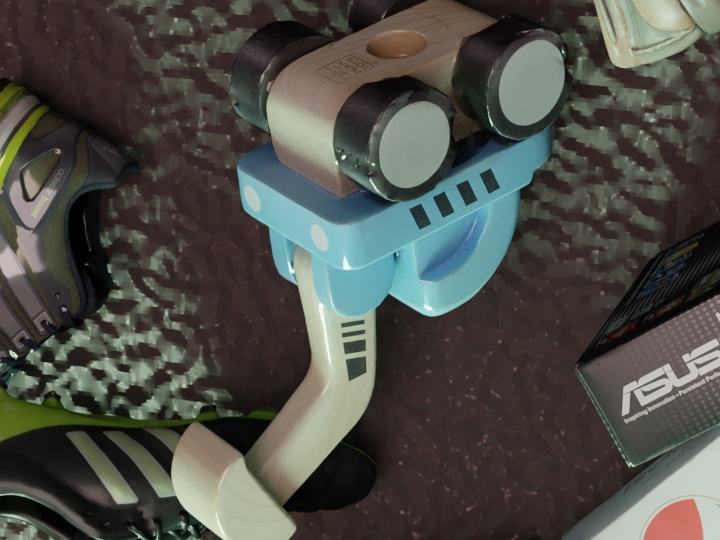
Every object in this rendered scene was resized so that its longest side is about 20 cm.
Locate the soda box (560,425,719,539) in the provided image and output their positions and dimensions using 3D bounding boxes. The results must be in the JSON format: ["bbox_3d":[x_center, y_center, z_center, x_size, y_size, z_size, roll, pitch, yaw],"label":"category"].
[{"bbox_3d":[0.172,0.091,0.970,0.200,0.064,0.068,-42,89,20],"label":"soda box"}]

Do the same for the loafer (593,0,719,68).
[{"bbox_3d":[0.084,-0.176,0.936,0.063,0.072,0.201,-29,96,26],"label":"loafer"}]

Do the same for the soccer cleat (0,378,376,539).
[{"bbox_3d":[-0.092,0.101,1.015,0.198,0.068,0.082,5,63,-7],"label":"soccer cleat"}]

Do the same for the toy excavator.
[{"bbox_3d":[0.000,0.000,0.957,0.100,0.194,0.201,29,137,46],"label":"toy excavator"}]

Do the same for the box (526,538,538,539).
[{"bbox_3d":[0.023,0.237,1.022,0.147,0.104,0.202,-11,99,18],"label":"box"}]

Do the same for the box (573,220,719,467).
[{"bbox_3d":[0.175,-0.004,0.876,0.160,0.200,0.044,-30,93,20],"label":"box"}]

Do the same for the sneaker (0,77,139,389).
[{"bbox_3d":[-0.161,0.018,1.044,0.080,0.074,0.201,20,109,6],"label":"sneaker"}]
